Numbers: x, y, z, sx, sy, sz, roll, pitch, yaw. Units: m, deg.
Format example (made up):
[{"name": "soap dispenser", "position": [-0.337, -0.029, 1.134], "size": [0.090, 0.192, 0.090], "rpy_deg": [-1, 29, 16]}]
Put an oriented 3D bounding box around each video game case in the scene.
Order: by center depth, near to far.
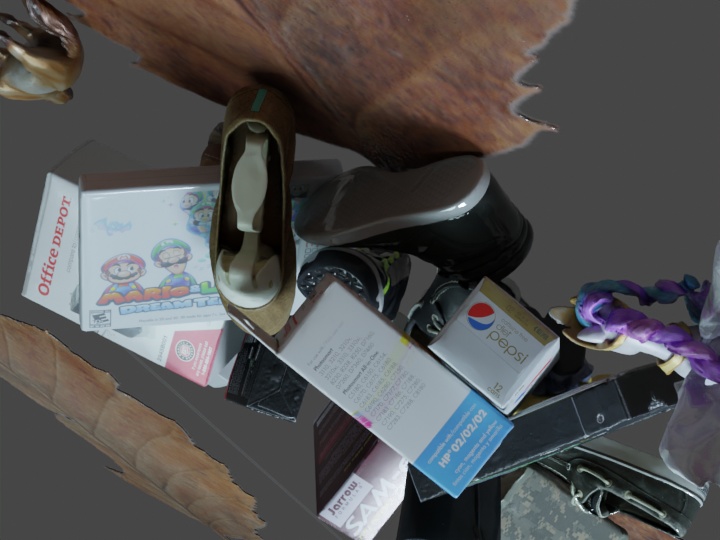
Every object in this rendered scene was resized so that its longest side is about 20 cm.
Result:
[{"name": "video game case", "position": [-0.121, -0.018, 1.368], "size": [0.199, 0.024, 0.182], "rpy_deg": [-4, 145, -12]}]

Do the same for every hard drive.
[{"name": "hard drive", "position": [0.150, 0.119, 1.319], "size": [0.200, 0.038, 0.140], "rpy_deg": [-28, 168, 36]}]

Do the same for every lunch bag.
[{"name": "lunch bag", "position": [0.148, 0.242, 1.780], "size": [0.164, 0.118, 0.200], "rpy_deg": [37, 174, -29]}]

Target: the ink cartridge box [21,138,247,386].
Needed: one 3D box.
[{"name": "ink cartridge box", "position": [-0.193, -0.008, 1.569], "size": [0.200, 0.085, 0.146], "rpy_deg": [27, 124, 11]}]

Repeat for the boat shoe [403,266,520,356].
[{"name": "boat shoe", "position": [0.075, 0.039, 1.427], "size": [0.074, 0.060, 0.200], "rpy_deg": [31, 163, -6]}]

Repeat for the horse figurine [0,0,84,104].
[{"name": "horse figurine", "position": [-0.269, -0.172, 1.375], "size": [0.132, 0.050, 0.200], "rpy_deg": [22, 160, -22]}]

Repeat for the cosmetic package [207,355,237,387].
[{"name": "cosmetic package", "position": [-0.196, 0.025, 1.748], "size": [0.200, 0.102, 0.074], "rpy_deg": [34, 163, -12]}]

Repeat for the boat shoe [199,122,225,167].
[{"name": "boat shoe", "position": [-0.093, -0.045, 1.431], "size": [0.076, 0.072, 0.200], "rpy_deg": [21, 161, 25]}]

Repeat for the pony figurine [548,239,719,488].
[{"name": "pony figurine", "position": [0.242, 0.061, 1.126], "size": [0.200, 0.167, 0.193], "rpy_deg": [19, 176, -24]}]

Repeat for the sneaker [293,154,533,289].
[{"name": "sneaker", "position": [0.040, -0.025, 1.263], "size": [0.200, 0.071, 0.099], "rpy_deg": [-6, 139, 46]}]

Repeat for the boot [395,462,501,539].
[{"name": "boot", "position": [0.105, 0.187, 1.508], "size": [0.076, 0.169, 0.200], "rpy_deg": [-18, 152, 40]}]

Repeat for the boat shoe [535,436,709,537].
[{"name": "boat shoe", "position": [0.225, 0.195, 1.627], "size": [0.200, 0.064, 0.071], "rpy_deg": [15, 158, 39]}]

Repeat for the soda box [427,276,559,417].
[{"name": "soda box", "position": [0.099, 0.059, 1.248], "size": [0.068, 0.064, 0.200], "rpy_deg": [40, 179, 9]}]

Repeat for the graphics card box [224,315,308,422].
[{"name": "graphics card box", "position": [-0.074, 0.068, 1.575], "size": [0.051, 0.126, 0.200], "rpy_deg": [19, 174, -8]}]

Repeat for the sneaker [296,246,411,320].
[{"name": "sneaker", "position": [0.000, 0.000, 1.392], "size": [0.072, 0.083, 0.200], "rpy_deg": [24, 167, 9]}]

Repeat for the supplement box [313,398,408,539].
[{"name": "supplement box", "position": [0.009, 0.161, 1.647], "size": [0.061, 0.109, 0.200], "rpy_deg": [33, -164, -13]}]

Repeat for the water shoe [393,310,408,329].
[{"name": "water shoe", "position": [0.048, 0.094, 1.592], "size": [0.200, 0.079, 0.072], "rpy_deg": [28, 163, 2]}]

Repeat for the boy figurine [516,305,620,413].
[{"name": "boy figurine", "position": [0.163, 0.094, 1.439], "size": [0.124, 0.065, 0.200], "rpy_deg": [1, 158, 13]}]

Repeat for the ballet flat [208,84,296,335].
[{"name": "ballet flat", "position": [-0.078, -0.034, 1.264], "size": [0.068, 0.200, 0.072], "rpy_deg": [8, -158, 3]}]

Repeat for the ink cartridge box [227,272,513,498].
[{"name": "ink cartridge box", "position": [0.004, 0.064, 1.215], "size": [0.200, 0.068, 0.115], "rpy_deg": [39, 179, -5]}]
